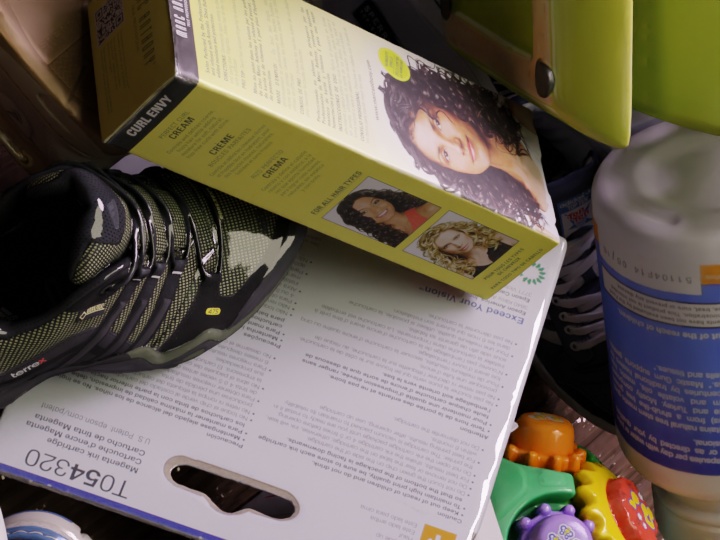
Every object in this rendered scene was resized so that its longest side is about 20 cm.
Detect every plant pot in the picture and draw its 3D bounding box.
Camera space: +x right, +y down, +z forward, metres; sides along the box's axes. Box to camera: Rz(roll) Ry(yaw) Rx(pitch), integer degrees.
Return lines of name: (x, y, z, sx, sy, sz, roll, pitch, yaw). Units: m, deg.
plant pot: (0.137, -0.158, 1.197, 0.180, 0.200, 0.200, -7, 108, -16)

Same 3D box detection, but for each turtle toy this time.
turtle toy: (0.092, 0.150, 1.306, 0.146, 0.101, 0.201, 45, 26, -37)

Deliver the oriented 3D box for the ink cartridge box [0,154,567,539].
ink cartridge box: (-0.033, 0.040, 1.148, 0.043, 0.195, 0.201, 106, 4, -55)

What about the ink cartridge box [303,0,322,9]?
ink cartridge box: (-0.077, -0.178, 1.231, 0.116, 0.067, 0.201, 13, 70, -50)

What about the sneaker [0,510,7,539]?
sneaker: (-0.181, 0.147, 0.991, 0.082, 0.074, 0.201, 39, 50, -45)

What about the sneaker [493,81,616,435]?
sneaker: (0.108, -0.002, 1.374, 0.070, 0.108, 0.201, -31, 98, -11)

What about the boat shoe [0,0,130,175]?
boat shoe: (-0.161, -0.115, 1.099, 0.200, 0.069, 0.074, 53, 45, 1)

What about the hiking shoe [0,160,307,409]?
hiking shoe: (-0.094, -0.003, 1.071, 0.199, 0.101, 0.076, -26, 77, -28)

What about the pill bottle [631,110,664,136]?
pill bottle: (0.115, -0.140, 1.365, 0.200, 0.112, 0.113, 43, 48, -31)

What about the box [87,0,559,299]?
box: (-0.012, -0.058, 1.106, 0.199, 0.050, 0.076, 21, 44, -36)

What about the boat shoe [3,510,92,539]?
boat shoe: (-0.100, 0.194, 1.080, 0.201, 0.072, 0.072, 59, 20, -13)

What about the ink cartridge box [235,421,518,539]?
ink cartridge box: (-0.013, 0.136, 1.187, 0.200, 0.115, 0.068, -34, 110, -52)

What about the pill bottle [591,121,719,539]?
pill bottle: (0.172, 0.037, 1.328, 0.112, 0.111, 0.201, -52, 143, -47)

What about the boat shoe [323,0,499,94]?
boat shoe: (0.031, -0.084, 1.317, 0.070, 0.071, 0.201, 17, 39, -58)
